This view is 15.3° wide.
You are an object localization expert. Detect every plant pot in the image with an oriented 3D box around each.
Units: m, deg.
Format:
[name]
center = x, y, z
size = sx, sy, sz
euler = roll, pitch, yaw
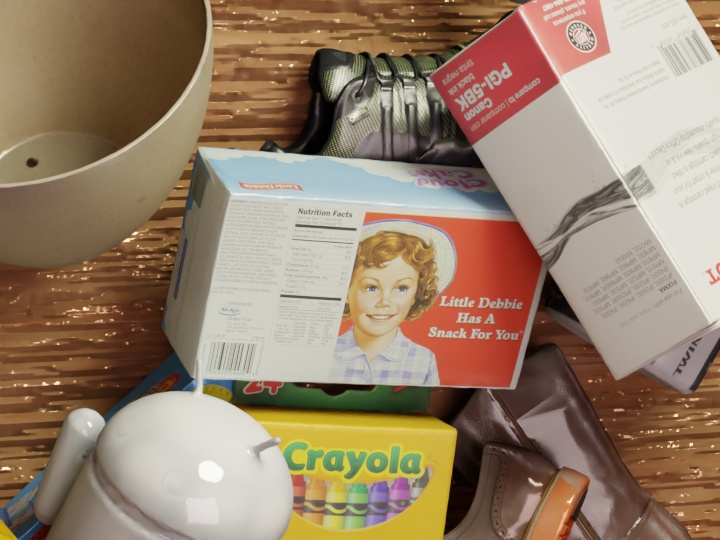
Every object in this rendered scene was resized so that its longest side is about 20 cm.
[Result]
[plant pot]
center = -0.170, -0.079, 1.433
size = 0.200, 0.200, 0.135
euler = -26, 144, -14

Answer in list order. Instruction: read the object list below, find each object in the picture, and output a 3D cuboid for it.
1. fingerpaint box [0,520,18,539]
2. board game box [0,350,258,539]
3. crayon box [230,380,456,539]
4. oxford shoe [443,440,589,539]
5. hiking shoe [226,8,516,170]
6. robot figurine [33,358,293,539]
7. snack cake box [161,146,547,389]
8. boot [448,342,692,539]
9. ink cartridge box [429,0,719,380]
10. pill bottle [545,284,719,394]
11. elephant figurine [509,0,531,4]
[fingerpaint box]
center = -0.279, 0.101, 1.404
size = 0.167, 0.200, 0.073
euler = 40, 85, -22
[board game box]
center = -0.104, 0.179, 1.565
size = 0.200, 0.056, 0.196
euler = -43, 112, -8
[crayon box]
center = -0.018, 0.148, 1.533
size = 0.127, 0.051, 0.200
euler = 3, 99, -21
[oxford shoe]
center = 0.062, 0.195, 1.590
size = 0.073, 0.071, 0.200
euler = 27, 94, 10
[hiking shoe]
center = 0.022, -0.096, 1.545
size = 0.200, 0.076, 0.101
euler = -41, 115, -8
[robot figurine]
center = -0.109, 0.148, 1.448
size = 0.113, 0.170, 0.200
euler = -15, 138, -60
[snack cake box]
center = 0.000, 0.000, 1.502
size = 0.200, 0.067, 0.115
euler = 4, 113, -22
[boot]
center = 0.094, 0.164, 1.637
size = 0.186, 0.064, 0.200
euler = -41, 109, -9
[ink cartridge box]
center = 0.152, -0.059, 1.483
size = 0.147, 0.083, 0.200
euler = -26, 84, -48
[pill bottle]
center = 0.203, -0.035, 1.610
size = 0.106, 0.106, 0.200
euler = 31, 89, -23
[elephant figurine]
center = 0.075, -0.269, 1.490
size = 0.200, 0.155, 0.142
euler = 31, 54, -15
